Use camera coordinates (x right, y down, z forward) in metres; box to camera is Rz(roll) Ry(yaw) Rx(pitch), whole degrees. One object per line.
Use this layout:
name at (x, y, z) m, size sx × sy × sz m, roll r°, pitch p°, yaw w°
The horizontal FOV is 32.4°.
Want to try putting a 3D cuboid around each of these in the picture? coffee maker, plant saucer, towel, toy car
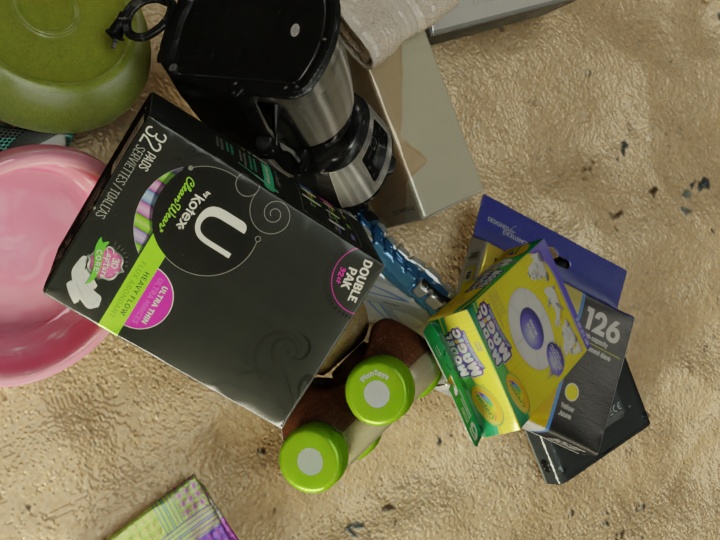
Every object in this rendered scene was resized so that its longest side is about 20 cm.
coffee maker at (-0.079, -0.150, 1.048) m, size 0.135 × 0.191 × 0.201 m, roll -52°, pitch 153°, yaw -13°
plant saucer at (-0.259, -0.207, 1.007) m, size 0.198 × 0.031 × 0.203 m, roll 14°, pitch 59°, yaw -25°
towel at (-0.009, -0.288, 1.098) m, size 0.132 × 0.034 × 0.201 m, roll -39°, pitch 91°, yaw -31°
plant saucer at (-0.265, -0.008, 0.966) m, size 0.199 × 0.051 × 0.203 m, roll -23°, pitch 130°, yaw -31°
toy car at (-0.044, 0.066, 1.069) m, size 0.158 × 0.164 × 0.200 m, roll -45°, pitch 83°, yaw 12°
towel at (-0.146, 0.296, 1.059) m, size 0.143 × 0.023 × 0.202 m, roll -34°, pitch 101°, yaw -27°

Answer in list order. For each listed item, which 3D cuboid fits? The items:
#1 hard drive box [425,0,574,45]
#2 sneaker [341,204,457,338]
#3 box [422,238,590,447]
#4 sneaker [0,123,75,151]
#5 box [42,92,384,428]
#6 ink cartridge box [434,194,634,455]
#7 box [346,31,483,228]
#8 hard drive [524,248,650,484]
hard drive box at (0.107, -0.319, 1.234) m, size 0.198 × 0.077 × 0.158 m, roll -19°, pitch 94°, yaw -30°
sneaker at (0.000, 0.000, 1.148) m, size 0.200 × 0.075 × 0.087 m, roll 45°, pitch 109°, yaw 0°
box at (0.130, 0.061, 1.097) m, size 0.200 × 0.048 × 0.119 m, roll -36°, pitch 104°, yaw -50°
sneaker at (-0.318, -0.093, 0.977) m, size 0.199 × 0.077 × 0.092 m, roll -33°, pitch 96°, yaw -30°
box at (-0.107, -0.010, 0.911) m, size 0.199 × 0.124 × 0.149 m, roll 32°, pitch 99°, yaw -16°
ink cartridge box at (0.178, 0.054, 1.216) m, size 0.196 × 0.047 × 0.203 m, roll 25°, pitch 76°, yaw -24°
box at (0.031, -0.148, 1.165) m, size 0.077 × 0.095 × 0.203 m, roll -24°, pitch 95°, yaw -29°
hard drive at (0.211, 0.096, 1.272) m, size 0.138 × 0.033 × 0.202 m, roll -26°, pitch 98°, yaw -28°
